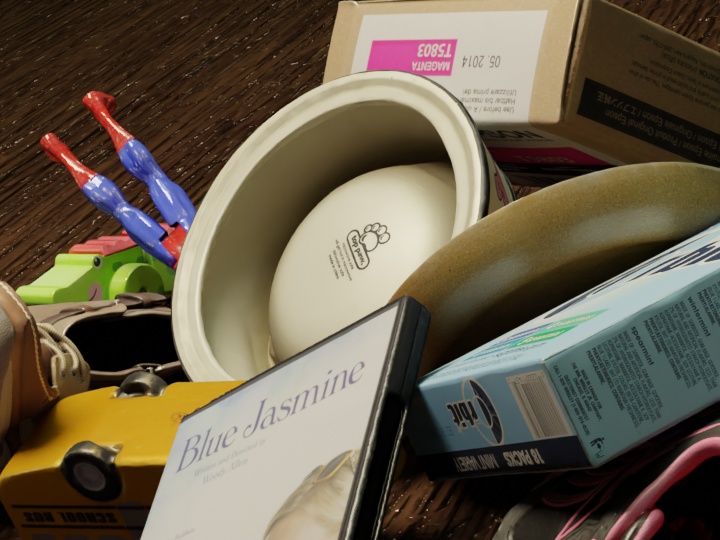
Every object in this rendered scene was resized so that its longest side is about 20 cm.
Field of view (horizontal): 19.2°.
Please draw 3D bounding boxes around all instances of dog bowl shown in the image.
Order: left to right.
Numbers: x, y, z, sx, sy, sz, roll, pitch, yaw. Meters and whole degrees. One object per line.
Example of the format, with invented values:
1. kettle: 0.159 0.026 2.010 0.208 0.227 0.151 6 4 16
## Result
1. dog bowl: 0.000 0.000 1.103 0.200 0.074 0.200 -22 51 30

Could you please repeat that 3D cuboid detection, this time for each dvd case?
1. dvd case: -0.044 0.109 0.823 0.143 0.018 0.200 -30 30 36

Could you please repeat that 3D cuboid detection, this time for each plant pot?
1. plant pot: 0.100 0.026 0.970 0.200 0.200 0.028 -17 57 -9

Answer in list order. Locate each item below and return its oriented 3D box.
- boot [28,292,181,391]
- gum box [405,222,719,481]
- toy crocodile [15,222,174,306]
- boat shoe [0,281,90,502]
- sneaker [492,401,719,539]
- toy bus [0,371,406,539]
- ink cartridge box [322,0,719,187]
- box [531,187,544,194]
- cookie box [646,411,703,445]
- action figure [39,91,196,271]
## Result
1. boot: -0.194 0.050 1.221 0.200 0.070 0.146 -12 1 -31
2. gum box: 0.128 0.016 0.815 0.200 0.045 0.170 -26 1 -18
3. toy crocodile: -0.136 -0.005 1.371 0.067 0.062 0.200 3 14 44
4. boat shoe: -0.177 0.052 1.075 0.072 0.076 0.200 -30 -14 -23
5. sneaker: 0.097 0.099 0.749 0.200 0.079 0.095 -39 -9 34
6. toy bus: -0.071 0.095 0.988 0.200 0.078 0.065 -4 32 30
7. ink cartridge box: 0.101 -0.095 1.184 0.165 0.075 0.200 15 -5 -39
8. box: 0.131 0.000 1.188 0.158 0.051 0.200 -2 20 35
9. cookie box: 0.204 0.068 0.873 0.171 0.075 0.200 -24 20 -27
10. action figure: -0.103 -0.016 1.306 0.065 0.200 0.099 -44 -23 5
